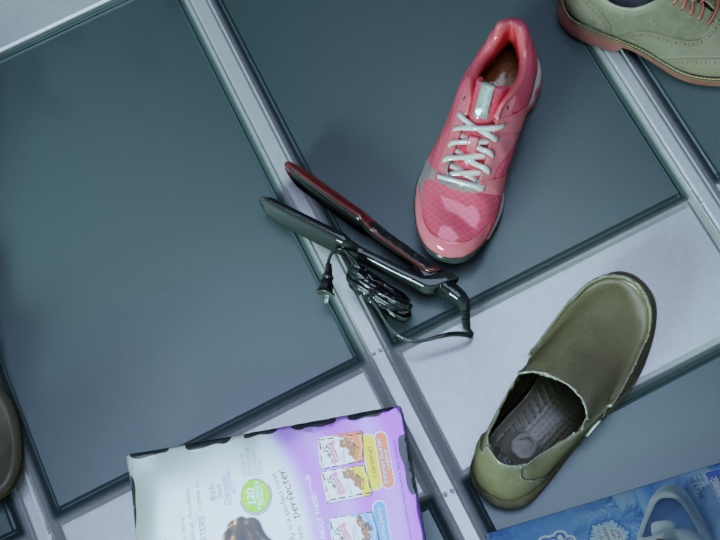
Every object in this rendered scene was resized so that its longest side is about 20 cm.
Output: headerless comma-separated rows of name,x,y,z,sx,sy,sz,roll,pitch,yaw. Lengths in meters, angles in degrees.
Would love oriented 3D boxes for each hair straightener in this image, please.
hair straightener,0.000,0.000,0.903,0.199,0.041,0.077,36,78,11

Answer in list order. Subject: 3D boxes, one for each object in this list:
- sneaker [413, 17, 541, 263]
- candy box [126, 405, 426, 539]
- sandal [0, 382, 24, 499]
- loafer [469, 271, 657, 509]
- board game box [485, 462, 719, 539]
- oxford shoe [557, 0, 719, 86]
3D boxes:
sneaker,0.086,-0.106,0.900,0.073,0.087,0.201,16,73,11
candy box,-0.052,0.199,0.817,0.198,0.072,0.169,-10,71,1
sandal,-0.309,0.080,0.887,0.080,0.054,0.201,-14,71,0
loafer,0.151,0.082,0.841,0.076,0.068,0.201,31,77,14
board game box,0.204,0.235,0.758,0.197,0.044,0.201,-17,46,-1
oxford shoe,0.254,-0.199,0.924,0.198,0.075,0.071,14,72,9
